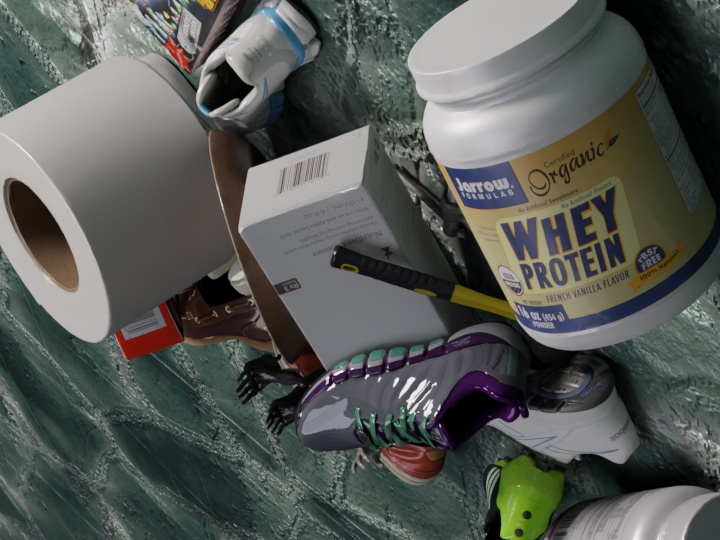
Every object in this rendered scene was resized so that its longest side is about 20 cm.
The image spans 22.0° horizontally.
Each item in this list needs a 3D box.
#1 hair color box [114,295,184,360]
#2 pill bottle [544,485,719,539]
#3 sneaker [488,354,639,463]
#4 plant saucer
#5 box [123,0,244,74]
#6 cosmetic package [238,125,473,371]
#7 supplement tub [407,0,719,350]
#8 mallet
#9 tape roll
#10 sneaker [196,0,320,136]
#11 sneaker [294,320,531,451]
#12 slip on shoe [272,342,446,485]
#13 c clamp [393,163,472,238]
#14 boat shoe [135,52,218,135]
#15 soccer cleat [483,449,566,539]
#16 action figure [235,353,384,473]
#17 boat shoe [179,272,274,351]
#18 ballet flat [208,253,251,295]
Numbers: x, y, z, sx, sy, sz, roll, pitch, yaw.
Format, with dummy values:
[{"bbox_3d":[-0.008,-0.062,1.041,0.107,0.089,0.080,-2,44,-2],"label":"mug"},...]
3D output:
[{"bbox_3d":[-0.217,-0.021,1.753,0.201,0.061,0.102,-106,-3,-52],"label":"hair color box"},{"bbox_3d":[0.228,0.222,1.397,0.114,0.113,0.200,53,156,-6],"label":"pill bottle"},{"bbox_3d":[0.137,0.114,1.456,0.199,0.075,0.087,8,138,57],"label":"sneaker"},{"bbox_3d":[-0.075,-0.024,1.509,0.200,0.032,0.202,-20,-90,-85],"label":"plant saucer"},{"bbox_3d":[-0.146,-0.254,1.454,0.137,0.040,0.200,48,155,3],"label":"box"},{"bbox_3d":[0.000,0.000,1.429,0.112,0.082,0.201,-19,124,20],"label":"cosmetic package"},{"bbox_3d":[0.125,-0.069,1.130,0.144,0.144,0.201,7,132,56],"label":"supplement tub"},{"bbox_3d":[0.077,0.014,1.353,0.198,0.041,0.066,20,149,-7],"label":"mallet"},{"bbox_3d":[-0.215,-0.060,1.557,0.202,0.139,0.204,41,150,30],"label":"tape roll"},{"bbox_3d":[-0.102,-0.148,1.473,0.075,0.087,0.200,46,157,3],"label":"sneaker"},{"bbox_3d":[0.035,0.106,1.404,0.199,0.088,0.075,-24,125,19],"label":"sneaker"},{"bbox_3d":[0.003,0.108,1.677,0.200,0.074,0.061,43,140,11],"label":"slip on shoe"},{"bbox_3d":[0.089,-0.067,1.333,0.171,0.027,0.201,43,155,16],"label":"c clamp"},{"bbox_3d":[-0.146,-0.102,1.630,0.200,0.068,0.072,50,155,0],"label":"boat shoe"},{"bbox_3d":[0.126,0.198,1.526,0.067,0.082,0.200,24,170,4],"label":"soccer cleat"},{"bbox_3d":[-0.002,0.111,1.582,0.198,0.103,0.119,-6,133,30],"label":"action figure"},{"bbox_3d":[-0.129,0.030,1.784,0.199,0.071,0.071,0,133,49],"label":"boat shoe"},{"bbox_3d":[-0.109,-0.013,1.693,0.199,0.064,0.076,26,164,43],"label":"ballet flat"}]
